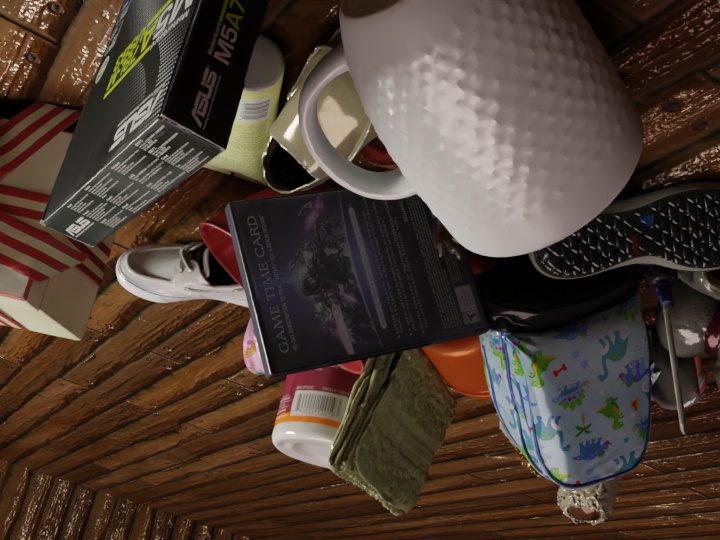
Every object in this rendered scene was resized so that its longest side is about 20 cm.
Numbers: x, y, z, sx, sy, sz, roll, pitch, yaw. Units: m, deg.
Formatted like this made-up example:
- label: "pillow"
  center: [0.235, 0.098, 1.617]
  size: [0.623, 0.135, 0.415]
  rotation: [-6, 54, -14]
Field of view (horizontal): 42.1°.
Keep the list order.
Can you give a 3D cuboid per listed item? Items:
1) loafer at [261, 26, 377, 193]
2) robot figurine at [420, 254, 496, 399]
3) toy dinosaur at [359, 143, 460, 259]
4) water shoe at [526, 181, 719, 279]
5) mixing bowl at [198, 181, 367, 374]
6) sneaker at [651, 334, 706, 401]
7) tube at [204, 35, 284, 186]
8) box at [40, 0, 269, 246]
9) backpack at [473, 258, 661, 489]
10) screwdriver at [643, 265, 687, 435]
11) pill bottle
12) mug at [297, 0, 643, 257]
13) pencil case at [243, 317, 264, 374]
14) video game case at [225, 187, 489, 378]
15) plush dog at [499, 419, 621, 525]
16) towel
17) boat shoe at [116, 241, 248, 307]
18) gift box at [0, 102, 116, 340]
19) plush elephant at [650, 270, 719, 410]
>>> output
- label: "loafer"
  center: [-0.026, -0.110, 0.715]
  size: [0.076, 0.068, 0.200]
  rotation: [43, 153, 3]
- label: "robot figurine"
  center: [0.116, 0.060, 0.965]
  size: [0.143, 0.117, 0.200]
  rotation: [-25, 143, 10]
- label: "toy dinosaur"
  center: [0.110, -0.088, 0.706]
  size: [0.199, 0.105, 0.182]
  rotation: [29, 133, -9]
- label: "water shoe"
  center: [0.234, -0.041, 0.776]
  size: [0.198, 0.072, 0.079]
  rotation: [-4, -163, 1]
- label: "mixing bowl"
  center: [-0.039, -0.010, 0.862]
  size: [0.200, 0.109, 0.200]
  rotation: [39, 166, 12]
- label: "sneaker"
  center: [0.276, 0.093, 1.031]
  size: [0.198, 0.074, 0.087]
  rotation: [-1, 138, 20]
- label: "tube"
  center: [-0.100, -0.123, 0.780]
  size: [0.058, 0.052, 0.200]
  rotation: [54, 159, 10]
- label: "box"
  center: [-0.125, -0.132, 0.596]
  size: [0.047, 0.195, 0.199]
  rotation: [28, 151, -27]
- label: "backpack"
  center: [0.188, 0.096, 0.850]
  size: [0.162, 0.154, 0.202]
  rotation: [-14, 125, -15]
- label: "screwdriver"
  center: [0.257, 0.043, 0.768]
  size: [0.029, 0.201, 0.028]
  rotation: [-21, 136, 24]
- label: "pill bottle"
  center: [-0.020, 0.104, 1.015]
  size: [0.113, 0.202, 0.114]
  rotation: [11, 154, 5]
- label: "mug"
  center: [0.052, -0.111, 0.593]
  size: [0.199, 0.149, 0.175]
  rotation: [-22, 128, 29]
- label: "pencil case"
  center: [-0.043, 0.096, 1.146]
  size: [0.198, 0.088, 0.088]
  rotation: [4, 153, 20]
- label: "video game case"
  center: [0.000, 0.000, 0.769]
  size: [0.198, 0.144, 0.019]
  rotation: [-9, 165, -24]
- label: "plush dog"
  center: [0.251, 0.194, 1.186]
  size: [0.171, 0.160, 0.201]
  rotation: [8, 130, 43]
- label: "towel"
  center: [0.035, 0.157, 0.938]
  size: [0.036, 0.149, 0.200]
  rotation: [17, 162, 32]
- label: "boat shoe"
  center: [-0.172, -0.005, 1.032]
  size: [0.198, 0.074, 0.066]
  rotation: [3, 150, -3]
- label: "gift box"
  center: [-0.328, -0.048, 0.891]
  size: [0.198, 0.186, 0.187]
  rotation: [6, 163, 5]
- label: "plush elephant"
  center: [0.333, 0.054, 0.830]
  size: [0.199, 0.155, 0.166]
  rotation: [-8, 125, -37]
